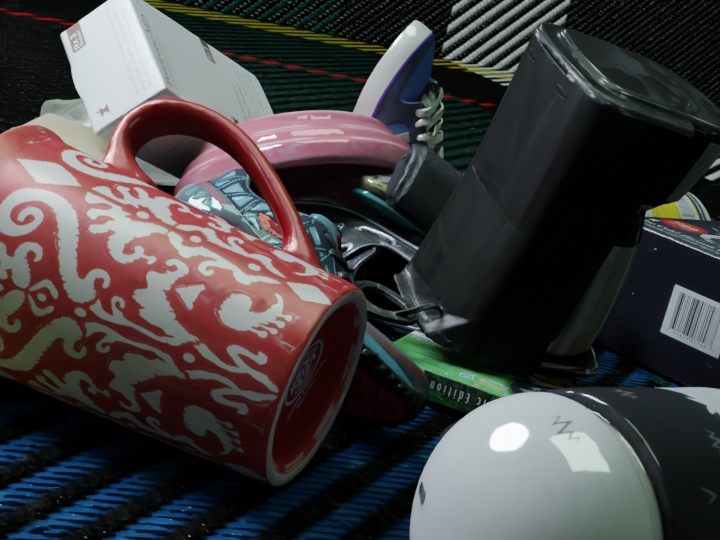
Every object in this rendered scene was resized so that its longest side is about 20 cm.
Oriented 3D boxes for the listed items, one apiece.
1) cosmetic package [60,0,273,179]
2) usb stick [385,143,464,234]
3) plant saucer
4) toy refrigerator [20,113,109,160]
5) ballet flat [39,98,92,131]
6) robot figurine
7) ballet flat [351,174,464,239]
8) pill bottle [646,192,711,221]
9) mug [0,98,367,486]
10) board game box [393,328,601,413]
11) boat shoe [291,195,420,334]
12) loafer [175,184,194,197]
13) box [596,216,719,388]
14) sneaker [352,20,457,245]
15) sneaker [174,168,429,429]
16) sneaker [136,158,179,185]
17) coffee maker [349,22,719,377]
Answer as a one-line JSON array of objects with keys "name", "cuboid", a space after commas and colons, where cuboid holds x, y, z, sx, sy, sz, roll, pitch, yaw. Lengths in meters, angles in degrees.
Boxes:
[{"name": "cosmetic package", "cuboid": [-0.144, -0.135, 1.153, 0.200, 0.074, 0.102, 28, 35, -62]}, {"name": "usb stick", "cuboid": [0.100, -0.019, 1.046, 0.200, 0.056, 0.033, 36, -24, -24]}, {"name": "plant saucer", "cuboid": [-0.048, -0.077, 1.121, 0.199, 0.051, 0.201, -6, -12, -1]}, {"name": "toy refrigerator", "cuboid": [-0.230, -0.058, 1.043, 0.076, 0.070, 0.200, 20, 15, -2]}, {"name": "ballet flat", "cuboid": [-0.249, -0.112, 1.225, 0.067, 0.064, 0.200, 48, -21, -19]}, {"name": "robot figurine", "cuboid": [0.114, 0.113, 0.609, 0.199, 0.125, 0.150, 3, -17, -38]}, {"name": "ballet flat", "cuboid": [0.081, -0.033, 1.092, 0.200, 0.072, 0.072, 36, 4, -25]}, {"name": "pill bottle", "cuboid": [0.203, -0.027, 1.251, 0.199, 0.113, 0.112, 5, 16, -31]}, {"name": "mug", "cuboid": [-0.100, 0.002, 0.736, 0.199, 0.178, 0.133, 23, 2, 17]}, {"name": "board game box", "cuboid": [0.113, 0.083, 0.919, 0.199, 0.024, 0.105, 19, 16, 19]}, {"name": "boat shoe", "cuboid": [0.000, 0.000, 1.041, 0.199, 0.072, 0.068, 27, 13, 20]}, {"name": "loafer", "cuboid": [-0.081, 0.006, 0.964, 0.063, 0.072, 0.200, 25, 13, -32]}, {"name": "box", "cuboid": [0.311, 0.036, 1.130, 0.182, 0.105, 0.200, 1, 19, -45]}, {"name": "sneaker", "cuboid": [0.061, -0.094, 1.200, 0.146, 0.200, 0.081, 31, 34, 6]}, {"name": "sneaker", "cuboid": [-0.029, 0.006, 0.835, 0.200, 0.079, 0.095, 39, 53, 13]}, {"name": "sneaker", "cuboid": [-0.112, -0.105, 1.325, 0.199, 0.074, 0.116, 14, 17, 6]}, {"name": "coffee maker", "cuboid": [0.117, -0.043, 0.913, 0.192, 0.201, 0.135, -5, 39, -46]}]
